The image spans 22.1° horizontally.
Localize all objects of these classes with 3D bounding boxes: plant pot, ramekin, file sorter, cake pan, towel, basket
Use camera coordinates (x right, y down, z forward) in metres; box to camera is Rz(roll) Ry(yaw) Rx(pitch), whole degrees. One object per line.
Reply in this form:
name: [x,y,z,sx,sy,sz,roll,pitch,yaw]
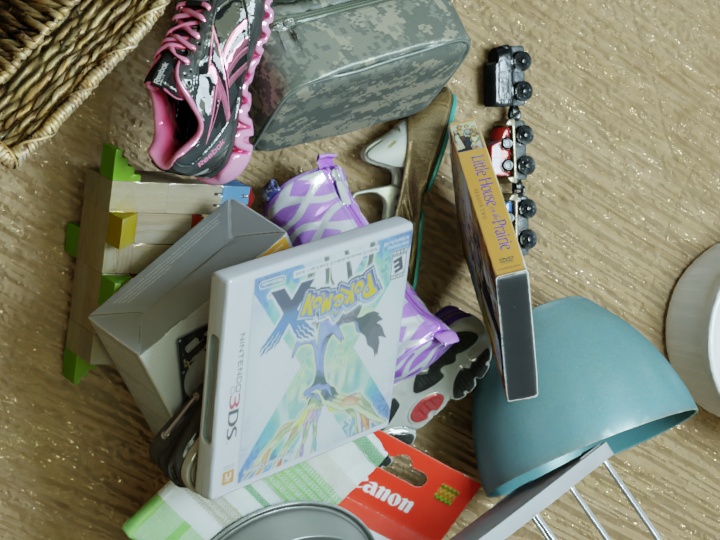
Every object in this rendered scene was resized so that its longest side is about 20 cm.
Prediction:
plant pot: [0.179,0.102,1.632,0.200,0.200,0.135,-16,76,-23]
ramekin: [0.389,0.058,1.761,0.200,0.098,0.201,-1,94,-24]
file sorter: [0.137,0.258,1.520,0.200,0.139,0.125,-30,84,-37]
cake pan: [-0.063,0.285,1.520,0.200,0.037,0.200,-13,120,-24]
towel: [-0.085,0.173,1.494,0.200,0.031,0.149,-42,132,-7]
basket: [-0.268,-0.208,1.385,0.200,0.149,0.143,-48,147,-14]

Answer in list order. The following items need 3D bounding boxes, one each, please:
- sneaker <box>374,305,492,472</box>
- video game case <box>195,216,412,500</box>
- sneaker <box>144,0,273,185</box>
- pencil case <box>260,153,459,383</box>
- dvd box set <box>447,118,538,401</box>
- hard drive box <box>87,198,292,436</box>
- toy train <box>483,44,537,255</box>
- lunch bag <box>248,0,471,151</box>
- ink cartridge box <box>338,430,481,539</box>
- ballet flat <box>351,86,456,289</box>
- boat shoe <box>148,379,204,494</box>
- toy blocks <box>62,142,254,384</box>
sneaker: [0.025,0.106,1.614,0.200,0.083,0.081,-35,119,-2]
video game case: [-0.041,0.064,1.404,0.200,0.022,0.182,-19,124,-45]
sneaker: [-0.126,-0.164,1.417,0.095,0.079,0.200,-7,103,-54]
pencil case: [0.000,0.000,1.543,0.200,0.085,0.084,56,32,13]
dvd box set: [0.110,-0.011,1.545,0.029,0.200,0.146,-11,133,-2]
hard drive box: [-0.107,0.069,1.489,0.156,0.077,0.200,-41,137,-19]
toy train: [0.132,-0.104,1.666,0.046,0.034,0.200,-4,95,-21]
lunch bag: [-0.033,-0.210,1.529,0.200,0.139,0.168,-18,73,-23]
ink cartridge box: [-0.004,0.242,1.588,0.162,0.050,0.200,30,103,-24]
ballet flat: [0.029,-0.069,1.611,0.072,0.068,0.200,13,93,-11]
boat shoe: [-0.090,0.079,1.421,0.200,0.057,0.067,-53,142,-14]
toy blocks: [-0.161,-0.003,1.512,0.137,0.100,0.200,1,104,-34]
